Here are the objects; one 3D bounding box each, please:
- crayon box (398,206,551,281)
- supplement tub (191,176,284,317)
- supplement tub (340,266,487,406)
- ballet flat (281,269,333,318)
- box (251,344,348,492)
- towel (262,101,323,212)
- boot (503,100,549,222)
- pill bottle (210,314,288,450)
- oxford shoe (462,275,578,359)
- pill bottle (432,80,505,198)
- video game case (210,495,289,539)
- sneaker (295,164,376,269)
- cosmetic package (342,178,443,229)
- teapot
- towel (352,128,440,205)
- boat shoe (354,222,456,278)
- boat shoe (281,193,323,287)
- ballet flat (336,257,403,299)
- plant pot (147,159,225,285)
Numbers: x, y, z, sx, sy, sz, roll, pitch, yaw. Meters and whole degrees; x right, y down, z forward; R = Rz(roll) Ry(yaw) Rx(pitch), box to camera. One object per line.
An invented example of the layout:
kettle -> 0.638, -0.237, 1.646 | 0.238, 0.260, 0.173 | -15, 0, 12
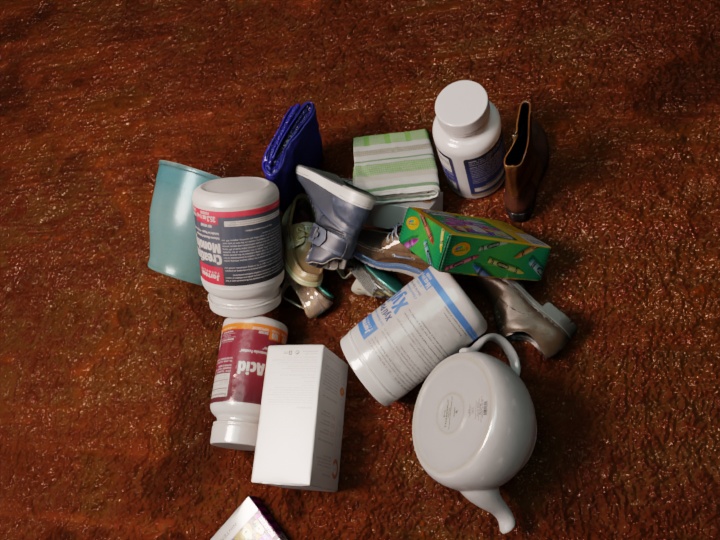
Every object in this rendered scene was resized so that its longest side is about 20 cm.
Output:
crayon box -> 0.171, -0.039, 0.923 | 0.119, 0.197, 0.059 | 42, 122, 55
supplement tub -> -0.196, -0.041, 1.005 | 0.138, 0.140, 0.204 | 7, 113, 21
supplement tub -> 0.082, 0.096, 0.941 | 0.199, 0.132, 0.133 | -38, 62, 5
ballet flat -> -0.129, 0.009, 1.094 | 0.067, 0.068, 0.200 | -48, 60, 7
box -> -0.089, 0.230, 0.954 | 0.095, 0.125, 0.204 | -3, 67, 17
towel -> -0.122, -0.198, 1.098 | 0.049, 0.200, 0.149 | 28, 78, 8
boot -> 0.254, -0.201, 0.973 | 0.067, 0.200, 0.191 | 15, 73, 23
pill bottle -> -0.184, 0.185, 1.010 | 0.112, 0.114, 0.204 | -3, 68, 17
oxford shoe -> 0.227, 0.060, 0.948 | 0.199, 0.073, 0.085 | 39, 86, 28
pill bottle -> 0.178, -0.212, 1.003 | 0.109, 0.200, 0.113 | -6, 66, 15
video game case -> -0.166, 0.483, 0.926 | 0.182, 0.036, 0.200 | -47, 62, -3
sneaker -> -0.066, -0.086, 1.015 | 0.202, 0.076, 0.149 | 37, 113, 48
cosmetic package -> 0.039, -0.115, 1.074 | 0.196, 0.051, 0.083 | 11, 35, 22
teapot -> 0.177, 0.215, 0.865 | 0.202, 0.144, 0.198 | -60, 30, 13
towel -> 0.059, -0.183, 1.082 | 0.146, 0.031, 0.202 | -5, 41, 3
boat shoe -> 0.070, -0.041, 1.013 | 0.196, 0.073, 0.073 | 18, 40, 4
boat shoe -> -0.100, -0.058, 1.073 | 0.073, 0.067, 0.202 | 6, 42, -25
ballet flat -> 0.000, 0.000, 1.061 | 0.072, 0.072, 0.201 | -41, 62, -2
plant pot -> -0.295, -0.076, 1.123 | 0.197, 0.199, 0.192 | 16, 89, 24
